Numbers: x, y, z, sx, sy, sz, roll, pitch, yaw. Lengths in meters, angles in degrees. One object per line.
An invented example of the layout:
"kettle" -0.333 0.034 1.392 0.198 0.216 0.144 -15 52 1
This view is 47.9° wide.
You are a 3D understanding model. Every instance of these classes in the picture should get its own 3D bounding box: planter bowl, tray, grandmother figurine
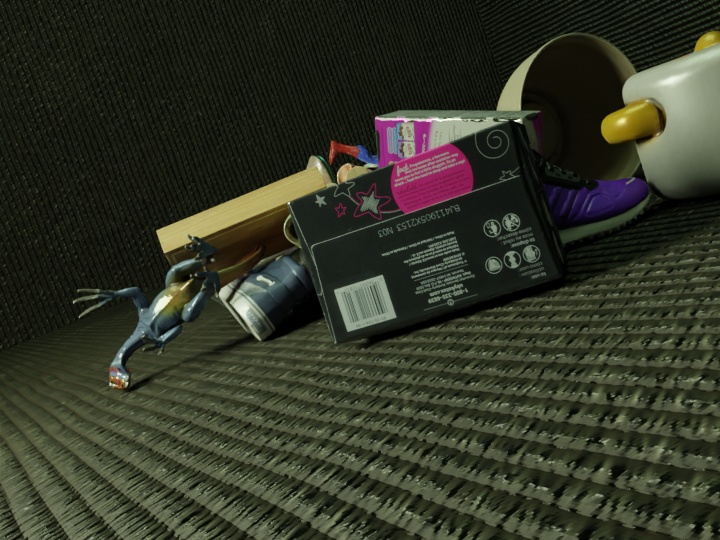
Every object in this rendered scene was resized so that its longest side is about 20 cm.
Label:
"planter bowl" 0.255 -0.191 1.062 0.199 0.202 0.134 -23 7 -22
"tray" -0.131 -0.047 0.965 0.198 0.037 0.099 -22 -27 -7
"grandmother figurine" 0.003 -0.120 1.111 0.120 0.061 0.200 -23 6 10

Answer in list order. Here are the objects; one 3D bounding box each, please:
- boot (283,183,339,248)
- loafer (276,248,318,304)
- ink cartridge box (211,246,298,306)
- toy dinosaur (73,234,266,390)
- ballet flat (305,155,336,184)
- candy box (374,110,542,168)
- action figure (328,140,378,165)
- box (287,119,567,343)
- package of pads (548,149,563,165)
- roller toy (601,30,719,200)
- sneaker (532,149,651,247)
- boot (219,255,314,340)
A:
"boot" 0.016 -0.068 0.854 0.198 0.073 0.155 -17 2 -1
"loafer" -0.090 0.017 1.061 0.069 0.076 0.200 -27 -1 -12
"ink cartridge box" -0.160 -0.022 1.170 0.144 0.084 0.200 -33 -8 -4
"toy dinosaur" -0.210 0.059 0.912 0.199 0.106 0.182 1 -43 -44
"ballet flat" -0.060 -0.070 1.190 0.067 0.202 0.068 -31 38 -22
"candy box" 0.119 -0.122 0.983 0.198 0.138 0.061 9 23 34
"action figure" 0.045 -0.144 1.301 0.197 0.100 0.065 7 15 -7
"box" 0.062 -0.033 0.695 0.198 0.134 0.115 -18 4 19
"package of pads" 0.196 -0.116 1.190 0.198 0.076 0.120 -22 9 -7
"roller toy" 0.352 -0.160 0.781 0.199 0.141 0.182 -14 9 44
"sneaker" 0.182 -0.074 0.775 0.198 0.101 0.070 -19 6 -10
"boot" -0.114 0.025 0.969 0.090 0.073 0.200 -40 20 -11
